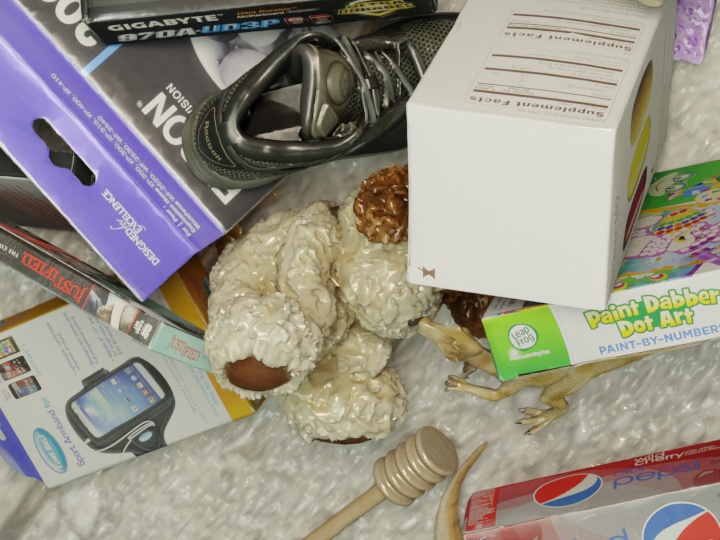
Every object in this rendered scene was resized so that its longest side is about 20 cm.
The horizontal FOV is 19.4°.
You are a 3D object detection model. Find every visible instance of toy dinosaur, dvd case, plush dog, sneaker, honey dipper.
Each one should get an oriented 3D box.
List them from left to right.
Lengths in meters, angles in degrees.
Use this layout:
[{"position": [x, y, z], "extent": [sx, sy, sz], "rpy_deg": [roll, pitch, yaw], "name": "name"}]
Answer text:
[{"position": [-0.248, -0.055, 1.338], "extent": [0.200, 0.150, 0.025], "rpy_deg": [5, 80, 15], "name": "dvd case"}, {"position": [-0.173, 0.008, 1.296], "extent": [0.200, 0.146, 0.022], "rpy_deg": [27, 88, 22], "name": "dvd case"}, {"position": [-0.016, 0.170, 1.421], "extent": [0.200, 0.038, 0.038], "rpy_deg": [-38, 98, 30], "name": "honey dipper"}, {"position": [0.000, 0.000, 1.291], "extent": [0.172, 0.200, 0.161], "rpy_deg": [-23, 63, 13], "name": "plush dog"}, {"position": [0.003, -0.103, 1.206], "extent": [0.199, 0.114, 0.076], "rpy_deg": [-18, 91, -21], "name": "sneaker"}, {"position": [0.064, 0.210, 1.412], "extent": [0.106, 0.060, 0.200], "rpy_deg": [-24, 109, -3], "name": "toy dinosaur"}, {"position": [0.125, 0.058, 1.289], "extent": [0.200, 0.058, 0.101], "rpy_deg": [-2, 159, -19], "name": "toy dinosaur"}]

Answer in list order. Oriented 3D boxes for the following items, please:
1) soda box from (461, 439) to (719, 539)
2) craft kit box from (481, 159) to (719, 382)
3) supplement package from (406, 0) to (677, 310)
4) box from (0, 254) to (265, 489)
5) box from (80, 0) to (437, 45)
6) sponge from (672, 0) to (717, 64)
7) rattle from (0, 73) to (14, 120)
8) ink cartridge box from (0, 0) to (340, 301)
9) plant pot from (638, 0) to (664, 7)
[{"position": [0.169, 0.162, 1.326], "extent": [0.200, 0.063, 0.070], "rpy_deg": [-13, 109, 12], "name": "soda box"}, {"position": [0.186, -0.011, 1.184], "extent": [0.197, 0.200, 0.049], "rpy_deg": [-10, 109, 21], "name": "craft kit box"}, {"position": [0.102, -0.081, 1.148], "extent": [0.109, 0.200, 0.114], "rpy_deg": [8, 124, 14], "name": "supplement package"}, {"position": [-0.173, 0.070, 1.425], "extent": [0.200, 0.041, 0.119], "rpy_deg": [-20, 106, 27], "name": "box"}, {"position": [-0.059, -0.217, 1.197], "extent": [0.200, 0.046, 0.159], "rpy_deg": [-4, 78, 9], "name": "box"}, {"position": [0.162, -0.224, 1.195], "extent": [0.112, 0.030, 0.200], "rpy_deg": [14, 117, 11], "name": "sponge"}, {"position": [-0.294, -0.162, 1.302], "extent": [0.130, 0.143, 0.200], "rpy_deg": [-34, 100, 24], "name": "rattle"}, {"position": [-0.121, -0.119, 1.249], "extent": [0.198, 0.200, 0.043], "rpy_deg": [48, 159, -7], "name": "ink cartridge box"}, {"position": [0.121, -0.240, 1.091], "extent": [0.183, 0.200, 0.200], "rpy_deg": [36, 119, -11], "name": "plant pot"}]
